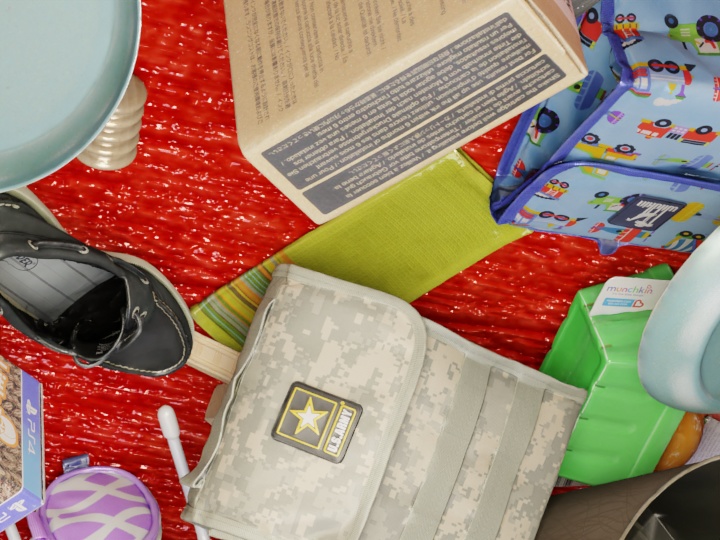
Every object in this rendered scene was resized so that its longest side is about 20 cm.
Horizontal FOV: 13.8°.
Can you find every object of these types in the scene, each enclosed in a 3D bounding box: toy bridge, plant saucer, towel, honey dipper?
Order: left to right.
[{"bbox_3d":[-0.209,-0.138,1.528,0.200,0.027,0.200,2,106,6],"label":"plant saucer"},{"bbox_3d":[-0.126,-0.139,1.589,0.038,0.038,0.200,3,133,-11],"label":"honey dipper"},{"bbox_3d":[-0.063,0.084,1.809,0.067,0.027,0.200,-5,144,40],"label":"toy bridge"},{"bbox_3d":[0.000,0.000,1.760,0.200,0.018,0.086,-32,132,22],"label":"towel"},{"bbox_3d":[0.247,0.013,1.688,0.200,0.027,0.200,-26,146,-19],"label":"plant saucer"}]

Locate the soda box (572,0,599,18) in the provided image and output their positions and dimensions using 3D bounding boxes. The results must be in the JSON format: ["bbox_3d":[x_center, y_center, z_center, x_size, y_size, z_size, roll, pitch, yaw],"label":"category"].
[{"bbox_3d":[0.085,-0.166,1.572,0.200,0.063,0.071,-38,127,26],"label":"soda box"}]

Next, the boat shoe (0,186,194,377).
[{"bbox_3d":[-0.156,0.019,1.660,0.074,0.066,0.199,-34,136,9],"label":"boat shoe"}]

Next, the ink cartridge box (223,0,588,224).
[{"bbox_3d":[0.016,-0.144,1.488,0.165,0.200,0.075,-28,132,20],"label":"ink cartridge box"}]

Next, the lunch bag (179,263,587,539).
[{"bbox_3d":[0.007,0.105,1.725,0.200,0.164,0.118,24,171,-23],"label":"lunch bag"}]

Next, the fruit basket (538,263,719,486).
[{"bbox_3d":[0.207,0.065,1.823,0.200,0.094,0.185,-4,138,-26],"label":"fruit basket"}]

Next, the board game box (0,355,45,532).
[{"bbox_3d":[-0.306,0.090,1.698,0.159,0.097,0.200,-34,130,24],"label":"board game box"}]

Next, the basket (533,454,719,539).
[{"bbox_3d":[0.154,0.190,1.744,0.136,0.180,0.200,46,157,-15],"label":"basket"}]

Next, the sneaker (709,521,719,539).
[{"bbox_3d":[0.282,0.114,1.832,0.200,0.070,0.082,-29,179,-43],"label":"sneaker"}]

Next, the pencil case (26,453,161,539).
[{"bbox_3d":[-0.172,0.214,1.901,0.085,0.084,0.200,-19,139,-22],"label":"pencil case"}]

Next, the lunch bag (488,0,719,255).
[{"bbox_3d":[0.170,-0.075,1.673,0.150,0.094,0.200,6,145,-18],"label":"lunch bag"}]

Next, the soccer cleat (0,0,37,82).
[{"bbox_3d":[-0.215,-0.090,1.615,0.081,0.068,0.200,3,135,-45],"label":"soccer cleat"}]

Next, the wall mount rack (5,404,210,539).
[{"bbox_3d":[-0.150,0.181,1.781,0.200,0.174,0.075,-13,169,6],"label":"wall mount rack"}]
